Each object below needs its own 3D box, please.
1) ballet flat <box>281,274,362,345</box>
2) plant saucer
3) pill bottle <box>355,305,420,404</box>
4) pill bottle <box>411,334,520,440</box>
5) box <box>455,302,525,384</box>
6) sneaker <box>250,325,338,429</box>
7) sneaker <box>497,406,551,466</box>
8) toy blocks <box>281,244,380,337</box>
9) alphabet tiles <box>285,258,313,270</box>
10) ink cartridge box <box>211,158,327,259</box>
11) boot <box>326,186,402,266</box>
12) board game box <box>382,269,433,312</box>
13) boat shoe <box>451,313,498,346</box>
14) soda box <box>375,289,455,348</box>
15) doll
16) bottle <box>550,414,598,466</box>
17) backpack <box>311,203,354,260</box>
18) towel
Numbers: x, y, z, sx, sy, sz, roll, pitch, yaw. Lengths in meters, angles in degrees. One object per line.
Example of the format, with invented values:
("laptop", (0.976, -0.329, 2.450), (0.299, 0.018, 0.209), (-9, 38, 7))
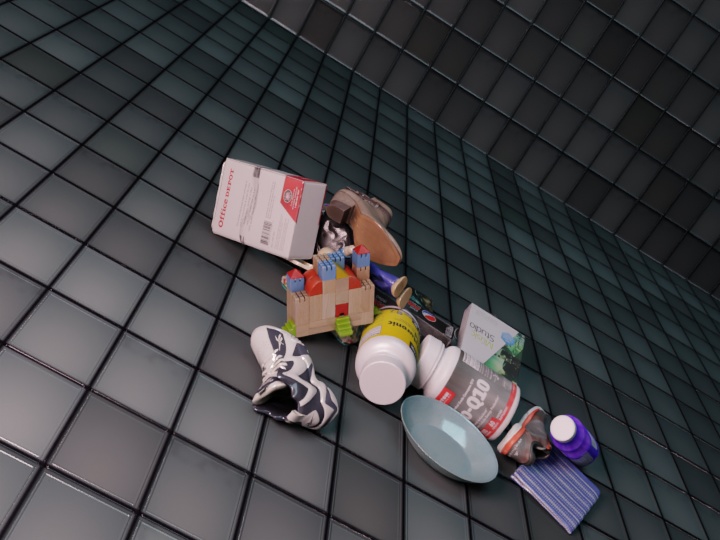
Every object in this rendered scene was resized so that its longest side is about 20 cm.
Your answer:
("ballet flat", (-0.066, 0.057, 1.758), (0.199, 0.065, 0.075), (41, 24, 19))
("plant saucer", (0.144, 0.297, 1.591), (0.198, 0.039, 0.202), (28, 24, -13))
("pill bottle", (0.048, 0.152, 1.656), (0.110, 0.112, 0.201), (30, 23, -6))
("pill bottle", (0.185, 0.213, 1.719), (0.198, 0.115, 0.114), (32, 22, -3))
("box", (0.266, 0.175, 1.939), (0.143, 0.037, 0.202), (31, 42, -7))
("sneaker", (-0.131, 0.161, 1.431), (0.201, 0.079, 0.129), (56, 21, 23))
("sneaker", (0.318, 0.319, 1.736), (0.082, 0.078, 0.199), (39, 25, 16))
("toy blocks", (-0.052, 0.032, 1.630), (0.196, 0.140, 0.100), (-10, 30, -20))
("alphabet tiles", (-0.072, 0.006, 1.805), (0.193, 0.015, 0.199), (27, -2, -31))
("ink cartridge box", (-0.174, -0.118, 1.768), (0.197, 0.150, 0.082), (19, 11, 32))
("boot", (0.025, -0.091, 1.792), (0.199, 0.071, 0.146), (40, 26, 13))
("board game box", (0.067, 0.051, 1.999), (0.197, 0.028, 0.136), (31, 23, -8))
("boat shoe", (0.251, 0.134, 2.046), (0.068, 0.057, 0.199), (39, 22, 15))
("soda box", (0.090, 0.099, 1.875), (0.198, 0.071, 0.063), (34, 21, 0))
("doll", (0.000, 0.000, 1.738), (0.197, 0.049, 0.137), (24, -23, 30))
("bottle", (0.404, 0.320, 1.782), (0.084, 0.065, 0.200), (53, 5, 29))
("backpack", (-0.060, -0.069, 1.906), (0.164, 0.129, 0.200), (27, 6, 13))
("towel", (0.362, 0.397, 1.722), (0.145, 0.024, 0.199), (43, 26, 17))
